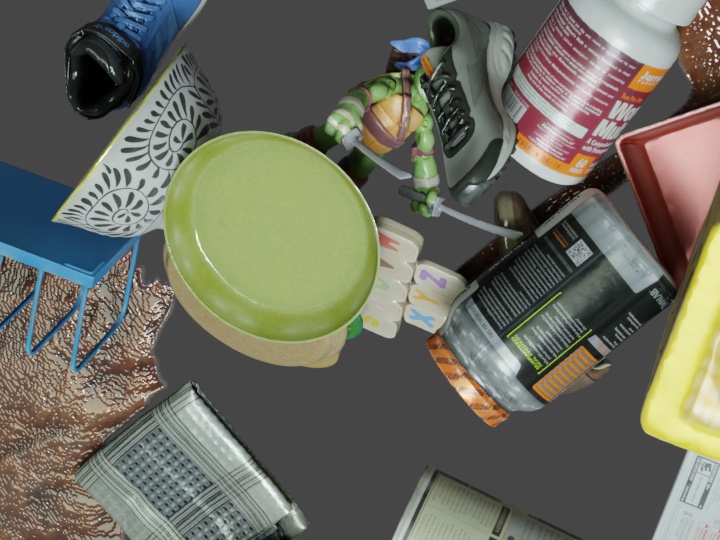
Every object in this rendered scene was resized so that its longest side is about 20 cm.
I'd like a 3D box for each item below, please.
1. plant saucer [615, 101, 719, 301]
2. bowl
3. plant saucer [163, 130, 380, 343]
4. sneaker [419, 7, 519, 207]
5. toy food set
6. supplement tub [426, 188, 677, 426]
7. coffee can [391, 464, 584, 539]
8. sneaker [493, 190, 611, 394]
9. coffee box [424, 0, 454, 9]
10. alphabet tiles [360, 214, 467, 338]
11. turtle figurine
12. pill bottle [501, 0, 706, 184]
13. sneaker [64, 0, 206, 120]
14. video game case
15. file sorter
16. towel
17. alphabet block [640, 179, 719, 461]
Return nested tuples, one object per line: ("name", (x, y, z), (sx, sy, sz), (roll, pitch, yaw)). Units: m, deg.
("plant saucer", (0.344, -0.058, 1.521), (0.198, 0.037, 0.201), (-18, 105, 22))
("bowl", (-0.181, -0.097, 1.599), (0.094, 0.201, 0.201), (37, 117, -9))
("plant saucer", (-0.073, -0.032, 1.532), (0.198, 0.031, 0.202), (8, 119, 15))
("sneaker", (0.082, -0.136, 1.470), (0.079, 0.202, 0.074), (23, 136, -25))
("toy food set", (-0.092, 0.017, 1.648), (0.199, 0.049, 0.198), (31, 147, -1))
("supplement tub", (0.161, 0.035, 1.520), (0.200, 0.123, 0.123), (-39, 97, 8))
("coffee can", (0.123, 0.292, 1.689), (0.198, 0.146, 0.147), (25, 117, 6))
("sneaker", (0.173, 0.015, 1.616), (0.075, 0.071, 0.202), (-15, 110, 1))
("coffee box", (0.126, -0.303, 1.452), (0.199, 0.080, 0.115), (-13, 108, 39))
("alphabet tiles", (0.000, 0.000, 1.616), (0.194, 0.015, 0.200), (25, 153, 6))
("turtle figurine", (0.005, -0.089, 1.560), (0.193, 0.143, 0.202), (-25, 78, 36))
("pill bottle", (0.199, -0.179, 1.493), (0.109, 0.110, 0.201), (36, 118, 0))
("sneaker", (-0.202, -0.222, 1.597), (0.076, 0.111, 0.201), (35, 117, 1))
("video game case", (0.366, 0.269, 1.674), (0.180, 0.024, 0.202), (20, 115, 8))
("file sorter", (-0.327, -0.006, 1.711), (0.198, 0.139, 0.124), (20, 119, 8))
("towel", (-0.174, 0.237, 1.820), (0.192, 0.035, 0.200), (-37, 98, 26))
("alphabet block", (0.350, 0.038, 1.426), (0.194, 0.200, 0.198), (19, 116, 9))
